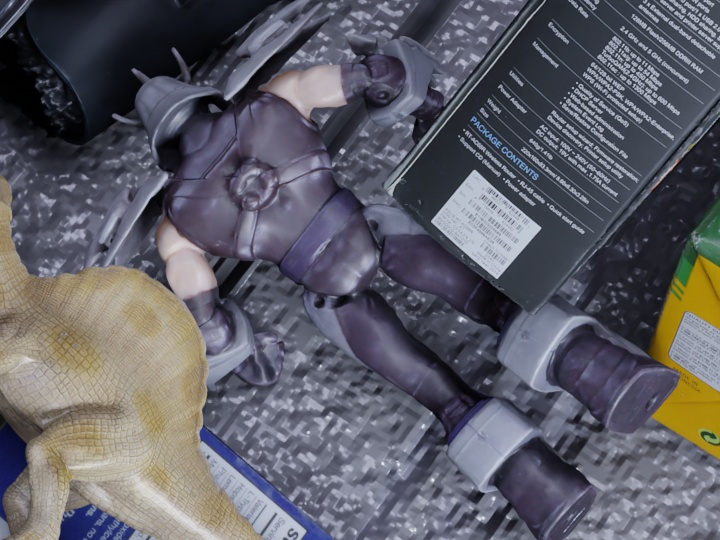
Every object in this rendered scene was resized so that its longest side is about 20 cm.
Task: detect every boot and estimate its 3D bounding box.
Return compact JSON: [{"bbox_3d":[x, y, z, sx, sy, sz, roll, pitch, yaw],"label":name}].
[{"bbox_3d":[-0.089,-0.155,0.968,0.168,0.076,0.200,-29,76,-20],"label":"boot"}]

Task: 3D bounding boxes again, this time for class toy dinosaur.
[{"bbox_3d":[-0.077,0.050,0.790,0.101,0.058,0.200,-43,98,-25],"label":"toy dinosaur"}]

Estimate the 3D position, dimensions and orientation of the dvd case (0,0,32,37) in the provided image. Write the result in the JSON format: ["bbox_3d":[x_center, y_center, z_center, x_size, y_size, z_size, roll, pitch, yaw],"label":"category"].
[{"bbox_3d":[-0.197,-0.029,0.870,0.200,0.016,0.149,-51,36,-13],"label":"dvd case"}]

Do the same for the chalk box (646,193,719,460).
[{"bbox_3d":[0.196,-0.022,0.896,0.125,0.124,0.200,33,67,12],"label":"chalk box"}]

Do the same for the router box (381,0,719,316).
[{"bbox_3d":[0.104,-0.088,0.859,0.062,0.150,0.200,41,32,4],"label":"router box"}]

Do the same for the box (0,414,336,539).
[{"bbox_3d":[-0.045,0.125,0.837,0.200,0.032,0.121,41,67,-10],"label":"box"}]

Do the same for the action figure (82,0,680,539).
[{"bbox_3d":[0.000,0.000,0.891,0.200,0.069,0.130,39,104,13],"label":"action figure"}]
